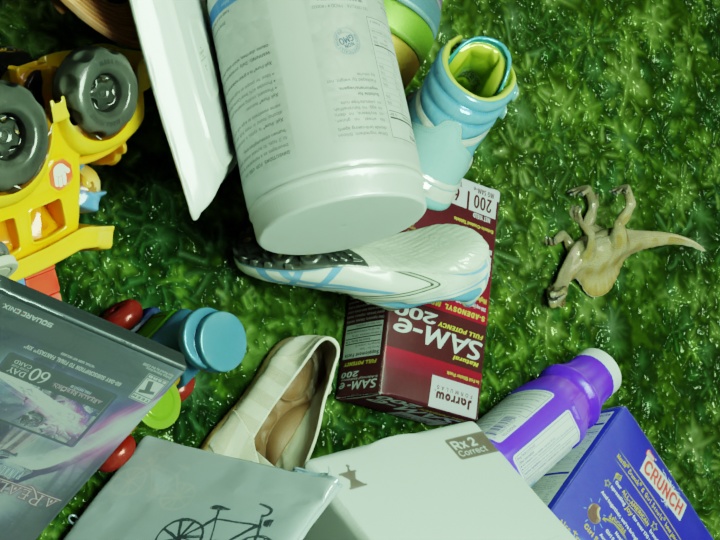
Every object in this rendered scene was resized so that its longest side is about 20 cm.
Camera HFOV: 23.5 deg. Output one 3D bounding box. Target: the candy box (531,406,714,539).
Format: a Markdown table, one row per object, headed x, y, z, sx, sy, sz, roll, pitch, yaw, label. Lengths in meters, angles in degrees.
| x | y | z | sx | sy | sz | roll | pitch | yaw | label |
| --- | --- | --- | --- | --- | --- | --- | --- | --- | --- |
| 0.202 | 0.247 | 1.504 | 0.200 | 0.077 | 0.169 | -47 | 111 | -34 | candy box |

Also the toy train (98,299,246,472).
| x | y | z | sx | sy | sz | roll | pitch | yaw | label |
| --- | --- | --- | --- | --- | --- | --- | --- | --- | --- |
| -0.169 | 0.099 | 1.190 | 0.200 | 0.116 | 0.085 | -48 | 112 | -35 | toy train |

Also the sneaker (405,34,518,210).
| x | y | z | sx | sy | sz | roll | pitch | yaw | label |
| --- | --- | --- | --- | --- | --- | --- | --- | --- | --- |
| 0.078 | -0.135 | 1.368 | 0.079 | 0.131 | 0.200 | 26 | 22 | -8 | sneaker |

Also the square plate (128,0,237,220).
| x | y | z | sx | sy | sz | roll | pitch | yaw | label |
| --- | --- | --- | --- | --- | --- | --- | --- | --- | --- |
| -0.123 | -0.149 | 1.237 | 0.200 | 0.028 | 0.198 | -79 | 154 | -77 | square plate |

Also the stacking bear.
| x | y | z | sx | sy | sz | roll | pitch | yaw | label |
| --- | --- | --- | --- | --- | --- | --- | --- | --- | --- |
| -0.002 | -0.181 | 1.394 | 0.114 | 0.121 | 0.200 | 31 | 72 | -32 | stacking bear |

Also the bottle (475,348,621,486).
| x | y | z | sx | sy | sz | roll | pitch | yaw | label |
| --- | --- | --- | --- | --- | --- | --- | --- | --- | --- |
| 0.149 | 0.133 | 1.475 | 0.200 | 0.083 | 0.065 | -34 | 102 | -39 | bottle |

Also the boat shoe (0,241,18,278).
| x | y | z | sx | sy | sz | roll | pitch | yaw | label |
| --- | --- | --- | --- | --- | --- | --- | --- | --- | --- |
| -0.309 | 0.007 | 1.058 | 0.073 | 0.200 | 0.063 | 32 | 40 | -79 | boat shoe |

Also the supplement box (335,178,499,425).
| x | y | z | sx | sy | sz | roll | pitch | yaw | label |
| --- | --- | --- | --- | --- | --- | --- | --- | --- | --- |
| 0.049 | 0.019 | 1.426 | 0.109 | 0.061 | 0.200 | 18 | 72 | -35 | supplement box |

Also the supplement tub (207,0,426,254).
| x | y | z | sx | sy | sz | roll | pitch | yaw | label |
| --- | --- | --- | --- | --- | --- | --- | --- | --- | --- |
| -0.033 | -0.125 | 1.267 | 0.132 | 0.132 | 0.200 | 2 | 70 | -40 | supplement tub |

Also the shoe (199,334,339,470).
| x | y | z | sx | sy | sz | roll | pitch | yaw | label |
| --- | --- | --- | --- | --- | --- | --- | --- | --- | --- |
| -0.072 | 0.129 | 1.308 | 0.070 | 0.053 | 0.200 | 42 | 58 | -27 | shoe |

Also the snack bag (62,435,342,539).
| x | y | z | sx | sy | sz | roll | pitch | yaw | label |
| --- | --- | --- | --- | --- | --- | --- | --- | --- | --- |
| -0.132 | 0.197 | 1.162 | 0.200 | 0.188 | 0.021 | -54 | 135 | -33 | snack bag |

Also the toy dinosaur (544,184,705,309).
| x | y | z | sx | sy | sz | roll | pitch | yaw | label |
| --- | --- | --- | --- | --- | --- | --- | --- | --- | --- |
| 0.228 | -0.028 | 1.602 | 0.200 | 0.058 | 0.101 | -23 | 112 | -33 | toy dinosaur |

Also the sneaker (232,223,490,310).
| x | y | z | sx | sy | sz | roll | pitch | yaw | label |
| --- | --- | --- | --- | --- | --- | --- | --- | --- | --- |
| 0.000 | 0.000 | 1.338 | 0.072 | 0.200 | 0.073 | -84 | 178 | -50 | sneaker |

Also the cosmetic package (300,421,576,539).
| x | y | z | sx | sy | sz | roll | pitch | yaw | label |
| --- | --- | --- | --- | --- | --- | --- | --- | --- | --- |
| 0.032 | 0.244 | 1.245 | 0.165 | 0.200 | 0.165 | -10 | 47 | -40 | cosmetic package |

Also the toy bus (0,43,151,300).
| x | y | z | sx | sy | sz | roll | pitch | yaw | label |
| --- | --- | --- | --- | --- | --- | --- | --- | --- | --- |
| -0.229 | -0.048 | 1.169 | 0.200 | 0.136 | 0.192 | -29 | 114 | -42 | toy bus |

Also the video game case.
| x | y | z | sx | sy | sz | roll | pitch | yaw | label |
| --- | --- | --- | --- | --- | --- | --- | --- | --- | --- |
| -0.227 | 0.100 | 1.110 | 0.143 | 0.200 | 0.019 | 27 | 26 | -34 | video game case |

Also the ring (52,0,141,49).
| x | y | z | sx | sy | sz | roll | pitch | yaw | label |
| --- | --- | --- | --- | --- | --- | --- | --- | --- | --- |
| -0.211 | -0.237 | 1.218 | 0.200 | 0.019 | 0.201 | 47 | 20 | -22 | ring |
